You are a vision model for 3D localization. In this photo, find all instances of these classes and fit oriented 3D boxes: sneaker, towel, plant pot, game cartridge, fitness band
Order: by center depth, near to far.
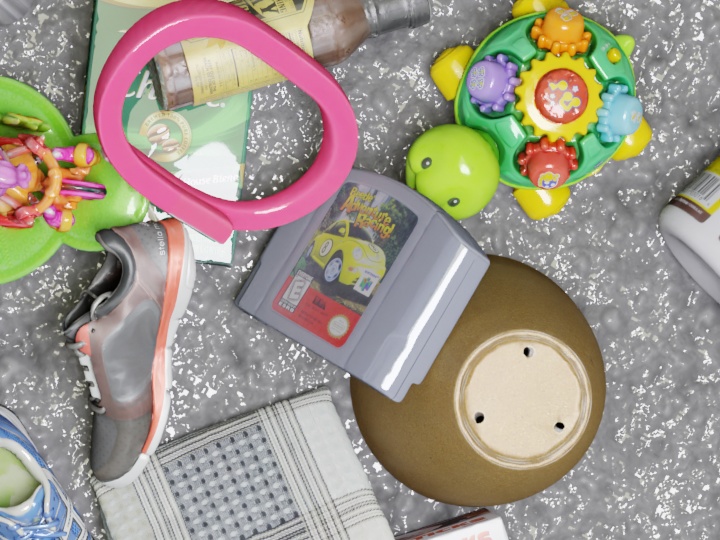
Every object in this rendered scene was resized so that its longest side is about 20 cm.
[{"bbox_3d":[-0.092,-0.101,1.549,0.200,0.037,0.144,34,102,-35],"label":"fitness band"},{"bbox_3d":[0.000,0.000,1.572,0.041,0.200,0.133,37,84,-38],"label":"game cartridge"},{"bbox_3d":[0.094,0.082,1.576,0.186,0.200,0.187,0,91,-5],"label":"plant pot"},{"bbox_3d":[-0.176,0.055,1.585,0.082,0.077,0.200,4,106,-29],"label":"sneaker"},{"bbox_3d":[-0.079,0.190,1.591,0.192,0.035,0.200,-20,57,-5],"label":"towel"},{"bbox_3d":[-0.232,0.188,1.603,0.076,0.077,0.200,-33,96,-6],"label":"sneaker"}]

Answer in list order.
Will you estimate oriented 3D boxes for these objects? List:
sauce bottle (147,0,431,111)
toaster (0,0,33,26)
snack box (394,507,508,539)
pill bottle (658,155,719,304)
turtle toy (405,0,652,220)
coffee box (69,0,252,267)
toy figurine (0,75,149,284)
[{"bbox_3d":[-0.050,-0.166,1.584,0.200,0.065,0.065,-17,93,-12],"label":"sauce bottle"},{"bbox_3d":[-0.318,-0.220,1.560,0.200,0.129,0.114,-5,91,-6],"label":"toaster"},{"bbox_3d":[0.005,0.213,1.631,0.200,0.072,0.024,-17,92,-6],"label":"snack box"},{"bbox_3d":[0.320,-0.065,1.643,0.200,0.109,0.109,-42,95,-4],"label":"pill bottle"},{"bbox_3d":[0.117,-0.108,1.624,0.200,0.101,0.146,-37,94,-5],"label":"turtle toy"},{"bbox_3d":[-0.140,-0.109,1.624,0.123,0.044,0.200,8,90,-7],"label":"coffee box"},{"bbox_3d":[-0.260,-0.061,1.517,0.200,0.184,0.151,8,91,10],"label":"toy figurine"}]
